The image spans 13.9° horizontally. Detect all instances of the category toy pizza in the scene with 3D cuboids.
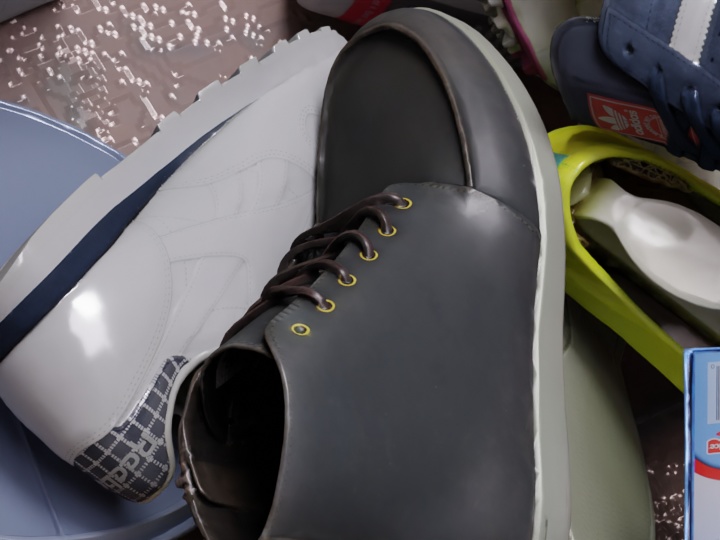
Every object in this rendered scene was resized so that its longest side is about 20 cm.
[{"bbox_3d":[-0.124,0.019,0.915,0.199,0.032,0.201,15,41,-13],"label":"toy pizza"}]

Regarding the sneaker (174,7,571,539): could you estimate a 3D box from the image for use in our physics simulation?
[{"bbox_3d":[0.000,0.000,0.855,0.106,0.075,0.201,17,53,-38],"label":"sneaker"}]

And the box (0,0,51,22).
[{"bbox_3d":[-0.180,-0.132,0.921,0.199,0.152,0.107,-27,74,-31],"label":"box"}]

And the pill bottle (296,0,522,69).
[{"bbox_3d":[0.083,-0.120,1.040,0.199,0.111,0.111,14,59,-13],"label":"pill bottle"}]

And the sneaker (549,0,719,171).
[{"bbox_3d":[0.107,-0.050,0.864,0.084,0.075,0.200,-27,55,-4],"label":"sneaker"}]

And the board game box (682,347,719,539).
[{"bbox_3d":[0.160,0.109,0.781,0.150,0.037,0.201,-3,55,12],"label":"board game box"}]

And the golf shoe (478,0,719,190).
[{"bbox_3d":[0.105,-0.058,0.970,0.091,0.075,0.201,-29,114,1],"label":"golf shoe"}]

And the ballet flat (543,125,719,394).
[{"bbox_3d":[0.130,0.024,0.908,0.200,0.067,0.067,36,81,-5],"label":"ballet flat"}]

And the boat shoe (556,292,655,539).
[{"bbox_3d":[0.046,0.043,0.937,0.075,0.066,0.200,51,23,-37],"label":"boat shoe"}]

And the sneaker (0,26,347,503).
[{"bbox_3d":[-0.046,-0.005,0.914,0.080,0.076,0.200,44,44,0],"label":"sneaker"}]
